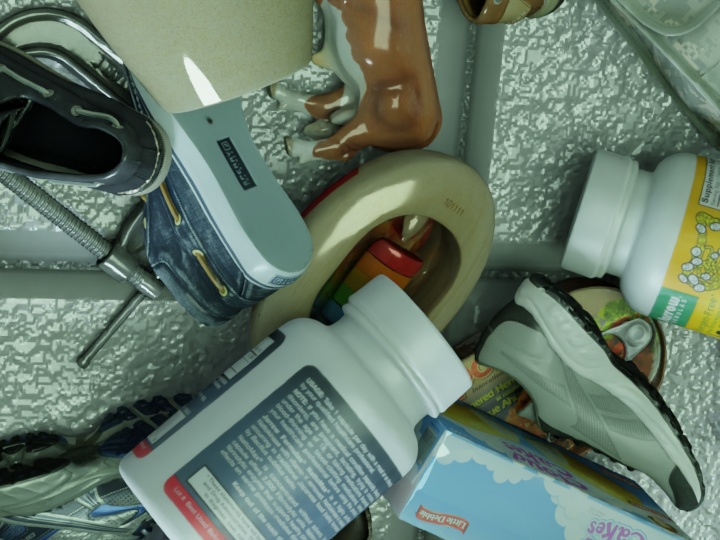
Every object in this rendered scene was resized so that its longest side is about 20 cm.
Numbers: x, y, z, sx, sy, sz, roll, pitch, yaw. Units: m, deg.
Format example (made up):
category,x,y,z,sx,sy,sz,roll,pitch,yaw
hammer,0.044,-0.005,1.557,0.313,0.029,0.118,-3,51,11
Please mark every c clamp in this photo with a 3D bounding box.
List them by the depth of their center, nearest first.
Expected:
category,x,y,z,sx,sy,sz,roll,pitch,yaw
c clamp,-0.183,-0.059,1.307,0.171,0.027,0.200,-45,112,0

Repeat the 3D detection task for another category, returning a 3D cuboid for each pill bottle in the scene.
category,x,y,z,sx,sy,sz,roll,pitch,yaw
pill bottle,-0.035,0.100,1.261,0.200,0.120,0.120,-39,111,-6
pill bottle,0.239,-0.013,1.369,0.200,0.113,0.113,18,101,3

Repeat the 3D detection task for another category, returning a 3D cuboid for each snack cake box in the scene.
category,x,y,z,sx,sy,sz,roll,pitch,yaw
snack cake box,0.107,0.150,1.360,0.200,0.115,0.067,26,97,-21

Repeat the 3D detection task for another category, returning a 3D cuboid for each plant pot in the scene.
category,x,y,z,sx,sy,sz,roll,pitch,yaw
plant pot,-0.103,-0.199,1.191,0.187,0.187,0.200,-21,103,-9

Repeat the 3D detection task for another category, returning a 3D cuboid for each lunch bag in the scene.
category,x,y,z,sx,sy,sz,roll,pitch,yaw
lunch bag,0.249,-0.190,1.344,0.164,0.118,0.200,-45,106,0

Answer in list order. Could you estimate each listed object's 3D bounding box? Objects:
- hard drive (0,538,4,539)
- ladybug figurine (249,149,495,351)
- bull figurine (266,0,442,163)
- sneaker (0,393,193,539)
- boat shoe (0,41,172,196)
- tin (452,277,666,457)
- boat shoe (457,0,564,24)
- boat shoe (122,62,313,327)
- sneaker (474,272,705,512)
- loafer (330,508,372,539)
category,x,y,z,sx,sy,sz,roll,pitch,yaw
hard drive,-0.190,0.234,1.321,0.200,0.027,0.132,24,137,-2
ladybug figurine,0.000,0.000,1.339,0.136,0.072,0.200,34,103,-37
bull figurine,-0.005,-0.163,1.308,0.121,0.065,0.200,-13,106,-8
sneaker,-0.155,0.141,1.355,0.200,0.077,0.085,-11,118,-4
boat shoe,-0.211,-0.095,1.231,0.200,0.063,0.073,19,96,11
tin,0.116,0.083,1.424,0.200,0.042,0.112,-32,115,-5
boat shoe,0.080,-0.247,1.291,0.074,0.076,0.200,-24,112,-32
boat shoe,-0.112,-0.064,1.285,0.071,0.091,0.200,-17,76,-49
sneaker,0.156,0.092,1.387,0.079,0.074,0.200,-42,105,9
loafer,-0.068,0.191,1.356,0.200,0.071,0.073,-20,86,-31
